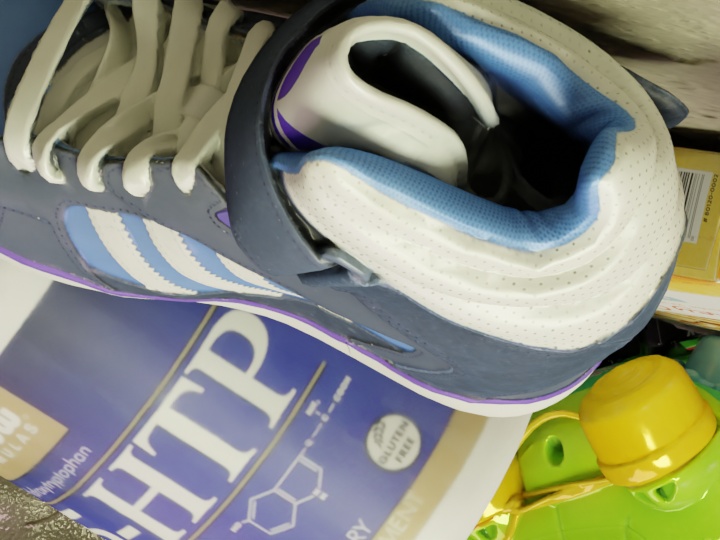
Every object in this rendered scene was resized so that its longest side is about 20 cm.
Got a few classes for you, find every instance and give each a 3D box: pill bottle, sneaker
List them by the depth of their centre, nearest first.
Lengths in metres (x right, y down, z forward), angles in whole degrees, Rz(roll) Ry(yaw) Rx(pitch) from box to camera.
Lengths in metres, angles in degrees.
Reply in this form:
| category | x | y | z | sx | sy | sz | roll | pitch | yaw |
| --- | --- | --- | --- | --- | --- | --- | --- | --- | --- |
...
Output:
| category | x | y | z | sx | sy | sz | roll | pitch | yaw |
| --- | --- | --- | --- | --- | --- | --- | --- | --- | --- |
| sneaker | -0.024 | -0.039 | 0.547 | 0.200 | 0.081 | 0.147 | 23 | 162 | 5 |
| pill bottle | -0.061 | 0.007 | 0.680 | 0.200 | 0.120 | 0.120 | 33 | 172 | -13 |

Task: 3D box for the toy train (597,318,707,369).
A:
| category | x | y | z | sx | sy | sz | roll | pitch | yaw |
| --- | --- | --- | --- | --- | --- | --- | --- | --- | --- |
| toy train | 0.066 | 0.028 | 0.923 | 0.200 | 0.042 | 0.056 | -12 | -177 | -35 |

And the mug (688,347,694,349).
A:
| category | x | y | z | sx | sy | sz | roll | pitch | yaw |
| --- | --- | --- | --- | --- | --- | --- | --- | --- | --- |
| mug | 0.127 | 0.084 | 1.115 | 0.199 | 0.178 | 0.133 | 18 | -178 | -8 |

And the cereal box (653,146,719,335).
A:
| category | x | y | z | sx | sy | sz | roll | pitch | yaw |
| --- | --- | --- | --- | --- | --- | --- | --- | --- | --- |
| cereal box | 0.105 | -0.005 | 0.765 | 0.144 | 0.040 | 0.200 | 10 | 175 | 41 |

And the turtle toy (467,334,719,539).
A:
| category | x | y | z | sx | sy | sz | roll | pitch | yaw |
| --- | --- | --- | --- | --- | --- | --- | --- | --- | --- |
| turtle toy | 0.089 | 0.089 | 0.847 | 0.200 | 0.146 | 0.101 | -18 | -161 | 43 |
